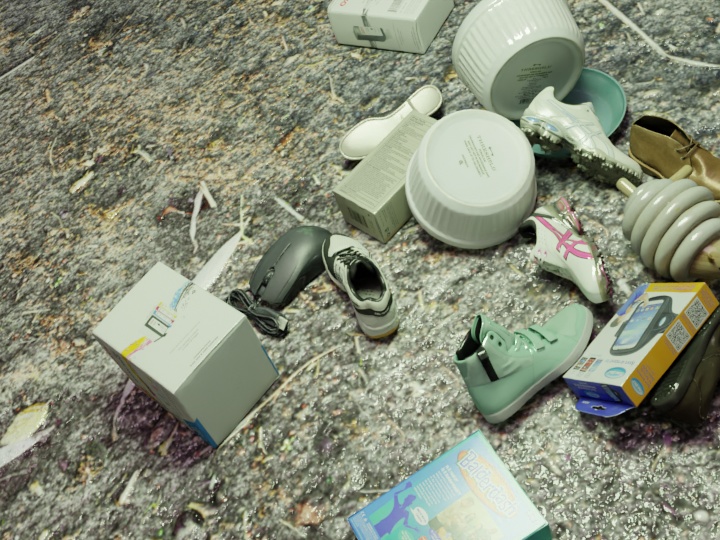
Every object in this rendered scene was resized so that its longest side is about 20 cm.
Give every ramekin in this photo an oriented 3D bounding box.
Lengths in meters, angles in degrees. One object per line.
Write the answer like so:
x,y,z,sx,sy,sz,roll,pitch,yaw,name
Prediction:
0.248,-0.325,1.426,0.197,0.201,0.106,-24,56,0,ramekin
0.165,-0.142,1.370,0.197,0.095,0.207,0,66,0,ramekin

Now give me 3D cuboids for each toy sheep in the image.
0.415,-0.060,1.230,0.137,0.139,0.200,-36,52,-11,toy sheep

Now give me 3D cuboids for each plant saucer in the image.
0.321,-0.242,1.480,0.196,0.036,0.203,-11,48,13,plant saucer

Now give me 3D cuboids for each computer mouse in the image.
-0.115,-0.002,1.437,0.137,0.053,0.201,24,64,36,computer mouse

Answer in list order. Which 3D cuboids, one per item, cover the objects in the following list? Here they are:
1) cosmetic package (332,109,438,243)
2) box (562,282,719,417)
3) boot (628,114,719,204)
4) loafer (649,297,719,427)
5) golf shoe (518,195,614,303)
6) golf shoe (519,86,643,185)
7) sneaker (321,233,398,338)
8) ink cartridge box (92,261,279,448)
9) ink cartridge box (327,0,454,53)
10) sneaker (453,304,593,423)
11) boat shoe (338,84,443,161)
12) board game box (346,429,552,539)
0.061,-0.151,1.479,0.103,0.074,0.200,32,68,37,cosmetic package
0.337,0.095,1.152,0.200,0.042,0.119,-44,14,-18,box
0.464,-0.157,1.328,0.073,0.076,0.199,-41,51,-18,boot
0.417,0.111,1.137,0.071,0.073,0.200,44,61,-4,loafer
0.284,-0.016,1.288,0.091,0.073,0.202,-26,37,7,golf shoe
0.334,-0.200,1.367,0.197,0.078,0.098,30,78,5,golf shoe
0.000,0.000,1.359,0.075,0.089,0.201,-25,50,-11,sneaker
-0.247,0.117,1.326,0.198,0.148,0.145,27,65,36,ink cartridge box
0.057,-0.494,1.758,0.197,0.085,0.147,16,59,29,ink cartridge box
0.207,0.085,1.187,0.200,0.119,0.073,-41,21,-15,sneaker
0.054,-0.241,1.578,0.198,0.057,0.068,-32,83,-2,boat shoe
0.103,0.305,1.104,0.198,0.045,0.153,-32,47,-6,board game box
